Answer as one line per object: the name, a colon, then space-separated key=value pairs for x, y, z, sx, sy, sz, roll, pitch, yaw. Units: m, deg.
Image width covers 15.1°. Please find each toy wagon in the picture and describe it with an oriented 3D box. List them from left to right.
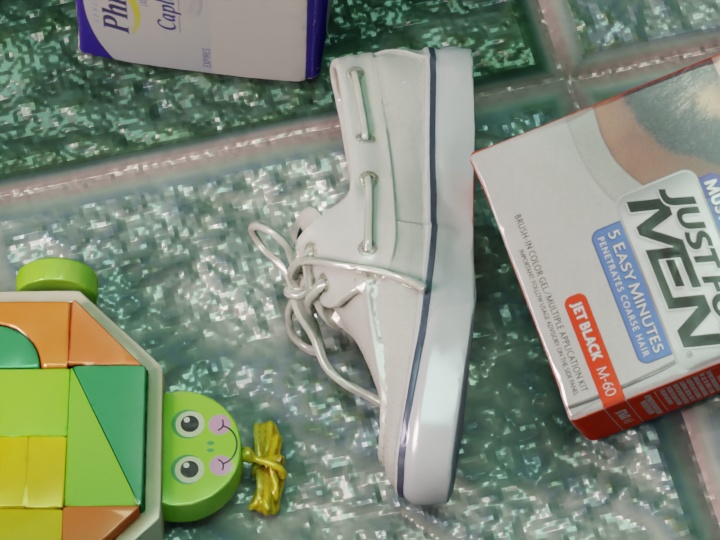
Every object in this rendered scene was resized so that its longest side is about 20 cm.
toy wagon: x=-0.128 y=0.067 z=1.018 sx=0.200 sy=0.040 sz=0.155 roll=-1 pitch=61 yaw=0

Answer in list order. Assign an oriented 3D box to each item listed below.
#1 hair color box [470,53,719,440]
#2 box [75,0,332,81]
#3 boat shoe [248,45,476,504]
hair color box: x=0.155 y=-0.026 z=1.015 sx=0.200 sy=0.064 sz=0.111 roll=-22 pitch=75 yaw=6
box: x=-0.049 y=-0.208 z=1.089 sx=0.105 sy=0.184 sz=0.200 roll=9 pitch=62 yaw=3
boat shoe: x=0.000 y=-0.003 z=1.038 sx=0.086 sy=0.075 sz=0.202 roll=2 pitch=59 yaw=0
